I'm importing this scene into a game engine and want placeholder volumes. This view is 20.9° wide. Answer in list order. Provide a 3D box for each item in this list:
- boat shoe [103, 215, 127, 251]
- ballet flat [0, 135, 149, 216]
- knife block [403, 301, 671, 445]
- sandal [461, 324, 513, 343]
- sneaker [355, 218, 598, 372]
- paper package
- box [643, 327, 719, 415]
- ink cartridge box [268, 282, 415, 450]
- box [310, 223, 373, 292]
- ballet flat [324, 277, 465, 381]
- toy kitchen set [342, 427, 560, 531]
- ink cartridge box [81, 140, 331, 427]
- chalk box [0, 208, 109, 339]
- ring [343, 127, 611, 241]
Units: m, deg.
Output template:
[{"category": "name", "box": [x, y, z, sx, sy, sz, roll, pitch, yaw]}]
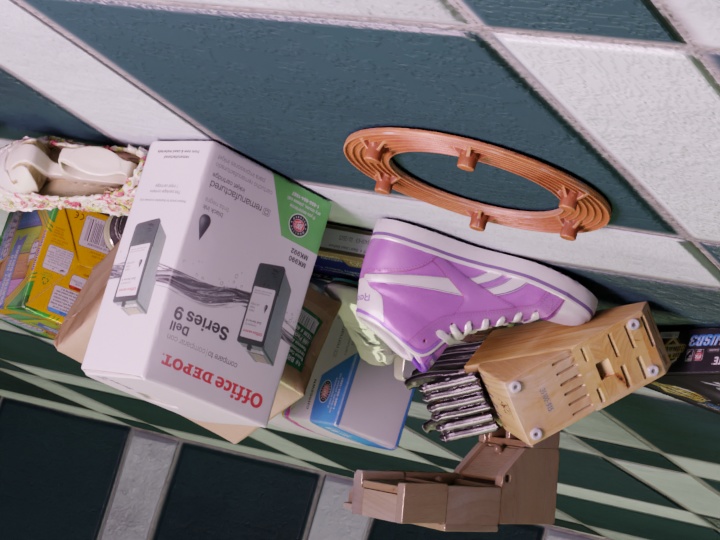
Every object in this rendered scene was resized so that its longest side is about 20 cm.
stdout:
[{"category": "boat shoe", "box": [-0.144, -0.011, 1.851, 0.201, 0.072, 0.066, 28, 148, -18]}, {"category": "ballet flat", "box": [-0.248, -0.086, 1.633, 0.200, 0.076, 0.064, 2, 157, 20]}, {"category": "knife block", "box": [0.144, 0.083, 1.696, 0.064, 0.200, 0.176, 66, 169, -18]}, {"category": "sandal", "box": [0.102, 0.041, 1.761, 0.080, 0.057, 0.201, 13, 168, 17]}, {"category": "sneaker", "box": [0.093, 0.039, 1.630, 0.200, 0.114, 0.073, 16, 167, -4]}, {"category": "paper package", "box": [-0.150, 0.052, 1.769, 0.200, 0.103, 0.191, 30, 152, -13]}, {"category": "box", "box": [0.362, 0.101, 1.720, 0.200, 0.050, 0.198, 21, 169, -27]}, {"category": "ink cartridge box", "box": [-0.030, 0.093, 1.967, 0.085, 0.145, 0.200, 23, 169, -31]}, {"category": "box", "box": [0.000, 0.000, 1.782, 0.121, 0.032, 0.200, 11, 168, 26]}, {"category": "ballet flat", "box": [0.037, 0.066, 1.802, 0.069, 0.069, 0.200, 6, 165, 43]}, {"category": "toy kitchen set", "box": [0.074, 0.163, 1.968, 0.200, 0.181, 0.163, 6, 178, -38]}, {"category": "ink cartridge box", "box": [-0.122, 0.013, 1.578, 0.084, 0.200, 0.146, 3, 163, 46]}, {"category": "chalk box", "box": [-0.306, 0.005, 2.002, 0.124, 0.124, 0.200, 22, 167, -24]}, {"category": "ring", "box": [0.082, -0.058, 1.410, 0.200, 0.019, 0.200, 15, 170, 3]}]
